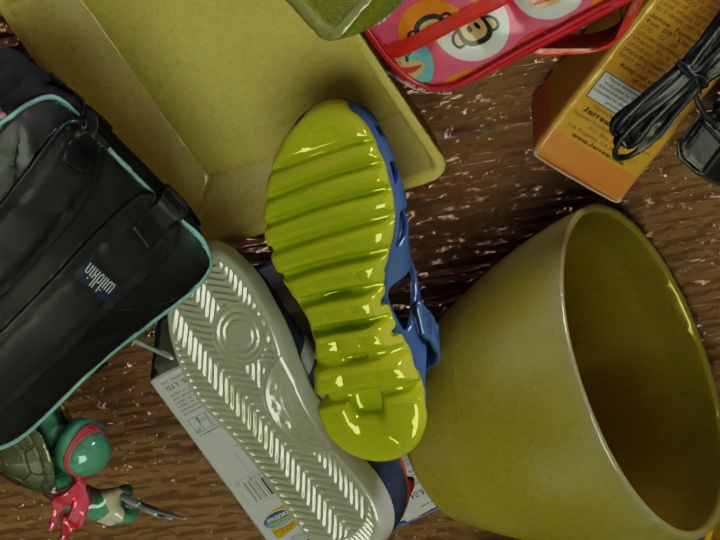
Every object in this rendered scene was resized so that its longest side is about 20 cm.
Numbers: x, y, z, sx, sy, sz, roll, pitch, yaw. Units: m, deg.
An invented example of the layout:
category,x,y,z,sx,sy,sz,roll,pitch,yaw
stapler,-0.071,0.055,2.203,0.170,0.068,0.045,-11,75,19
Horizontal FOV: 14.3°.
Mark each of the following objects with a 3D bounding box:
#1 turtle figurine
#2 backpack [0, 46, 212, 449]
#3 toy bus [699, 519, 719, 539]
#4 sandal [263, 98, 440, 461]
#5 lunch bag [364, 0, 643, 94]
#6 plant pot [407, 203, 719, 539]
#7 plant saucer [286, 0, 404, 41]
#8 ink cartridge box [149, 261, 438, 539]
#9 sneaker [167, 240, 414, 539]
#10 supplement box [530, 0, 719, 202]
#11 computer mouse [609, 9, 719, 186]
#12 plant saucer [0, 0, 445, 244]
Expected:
category,x,y,z,sx,sy,sz,roll,pitch,yaw
turtle figurine,-0.190,0.083,1.691,0.199,0.100,0.151,19,117,40
backpack,-0.212,-0.006,1.590,0.200,0.153,0.176,-49,128,-6
toy bus,0.309,0.220,1.740,0.199,0.192,0.136,1,121,0
sandal,0.000,0.000,1.593,0.079,0.087,0.201,-2,107,20
lunch bag,0.080,-0.186,1.510,0.199,0.082,0.177,-26,112,25
plant pot,0.107,0.079,1.670,0.141,0.200,0.200,-21,119,27
plant saucer,0.017,-0.226,1.423,0.200,0.200,0.048,-49,136,9
ink cartridge box,-0.019,0.094,1.743,0.136,0.076,0.200,-26,115,17
sneaker,-0.037,0.068,1.652,0.075,0.084,0.201,-29,92,30
supplement box,0.176,-0.137,1.597,0.069,0.067,0.200,28,120,-14
computer mouse,0.233,-0.098,1.586,0.199,0.046,0.140,19,125,-43
plant saucer,-0.072,-0.117,1.608,0.199,0.049,0.200,-16,121,34
